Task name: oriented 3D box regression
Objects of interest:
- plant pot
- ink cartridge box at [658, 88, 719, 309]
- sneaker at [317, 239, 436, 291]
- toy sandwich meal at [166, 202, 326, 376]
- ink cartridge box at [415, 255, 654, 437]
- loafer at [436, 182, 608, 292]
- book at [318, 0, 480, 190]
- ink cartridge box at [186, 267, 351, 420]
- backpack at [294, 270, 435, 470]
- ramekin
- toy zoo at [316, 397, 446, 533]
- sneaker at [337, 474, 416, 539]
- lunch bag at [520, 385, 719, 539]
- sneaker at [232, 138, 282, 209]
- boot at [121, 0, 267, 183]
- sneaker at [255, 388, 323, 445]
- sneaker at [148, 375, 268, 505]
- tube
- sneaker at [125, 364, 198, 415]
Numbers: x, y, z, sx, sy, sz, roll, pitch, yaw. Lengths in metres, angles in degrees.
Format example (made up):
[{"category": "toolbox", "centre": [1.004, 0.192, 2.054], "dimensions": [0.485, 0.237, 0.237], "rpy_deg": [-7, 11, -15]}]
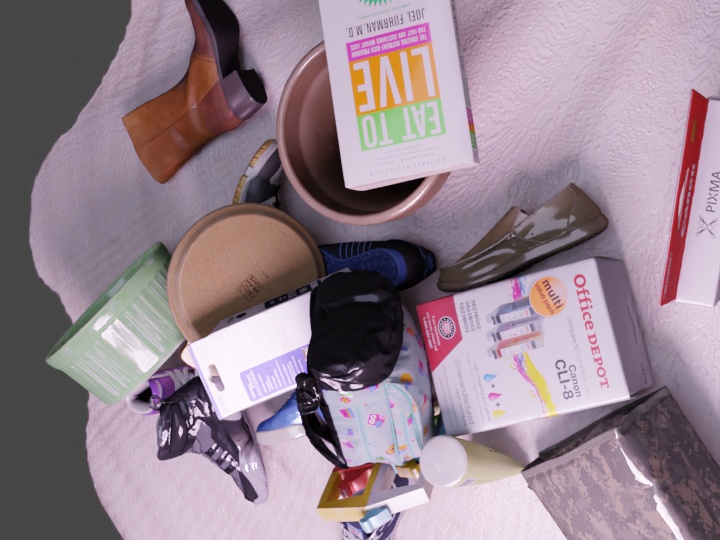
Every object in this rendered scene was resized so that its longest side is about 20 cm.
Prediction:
[{"category": "plant pot", "centre": [0.032, -0.150, 1.138], "dimensions": [0.198, 0.174, 0.203], "rpy_deg": [1, 93, 24]}, {"category": "ink cartridge box", "centre": [0.335, -0.065, 1.003], "dimensions": [0.044, 0.176, 0.202], "rpy_deg": [10, 97, 23]}, {"category": "sneaker", "centre": [0.000, 0.000, 1.225], "dimensions": [0.199, 0.077, 0.071], "rpy_deg": [1, 96, 46]}, {"category": "toy sandwich meal", "centre": [-0.132, 0.023, 1.205], "dimensions": [0.203, 0.070, 0.208], "rpy_deg": [-1, 94, -14]}, {"category": "ink cartridge box", "centre": [0.187, 0.079, 1.094], "dimensions": [0.198, 0.144, 0.147], "rpy_deg": [-17, 82, 24]}, {"category": "loafer", "centre": [0.170, -0.033, 1.141], "dimensions": [0.198, 0.076, 0.068], "rpy_deg": [-24, 82, 14]}, {"category": "book", "centre": [0.038, -0.191, 1.018], "dimensions": [0.132, 0.048, 0.202], "rpy_deg": [-10, 87, 21]}, {"category": "ink cartridge box", "centre": [-0.085, 0.081, 1.157], "dimensions": [0.198, 0.039, 0.100], "rpy_deg": [-22, 108, -4]}, {"category": "backpack", "centre": [0.012, 0.120, 1.080], "dimensions": [0.125, 0.168, 0.201], "rpy_deg": [-1, 132, 16]}, {"category": "ramekin", "centre": [-0.281, 0.069, 1.281], "dimensions": [0.200, 0.200, 0.098], "rpy_deg": [-40, 103, 21]}, {"category": "toy zoo", "centre": [0.029, 0.214, 1.151], "dimensions": [0.130, 0.200, 0.021], "rpy_deg": [-16, 113, 25]}, {"category": "sneaker", "centre": [0.001, 0.319, 1.212], "dimensions": [0.070, 0.108, 0.202], "rpy_deg": [20, 101, 23]}, {"category": "lunch bag", "centre": [0.272, 0.238, 1.076], "dimensions": [0.165, 0.117, 0.200], "rpy_deg": [57, 142, 8]}, {"category": "sneaker", "centre": [-0.117, -0.058, 1.278], "dimensions": [0.087, 0.076, 0.202], "rpy_deg": [22, 104, 5]}, {"category": "boot", "centre": [-0.228, -0.238, 1.328], "dimensions": [0.199, 0.068, 0.190], "rpy_deg": [-29, 88, 30]}, {"category": "sneaker", "centre": [-0.051, 0.131, 1.244], "dimensions": [0.199, 0.077, 0.112], "rpy_deg": [-24, 84, 24]}, {"category": "sneaker", "centre": [-0.186, 0.213, 1.267], "dimensions": [0.113, 0.076, 0.202], "rpy_deg": [-20, 117, -3]}, {"category": "tube", "centre": [0.119, 0.204, 1.106], "dimensions": [0.052, 0.200, 0.058], "rpy_deg": [-47, 64, 8]}, {"category": "sneaker", "centre": [-0.200, 0.142, 1.294], "dimensions": [0.199, 0.114, 0.073], "rpy_deg": [-21, 83, 23]}]
